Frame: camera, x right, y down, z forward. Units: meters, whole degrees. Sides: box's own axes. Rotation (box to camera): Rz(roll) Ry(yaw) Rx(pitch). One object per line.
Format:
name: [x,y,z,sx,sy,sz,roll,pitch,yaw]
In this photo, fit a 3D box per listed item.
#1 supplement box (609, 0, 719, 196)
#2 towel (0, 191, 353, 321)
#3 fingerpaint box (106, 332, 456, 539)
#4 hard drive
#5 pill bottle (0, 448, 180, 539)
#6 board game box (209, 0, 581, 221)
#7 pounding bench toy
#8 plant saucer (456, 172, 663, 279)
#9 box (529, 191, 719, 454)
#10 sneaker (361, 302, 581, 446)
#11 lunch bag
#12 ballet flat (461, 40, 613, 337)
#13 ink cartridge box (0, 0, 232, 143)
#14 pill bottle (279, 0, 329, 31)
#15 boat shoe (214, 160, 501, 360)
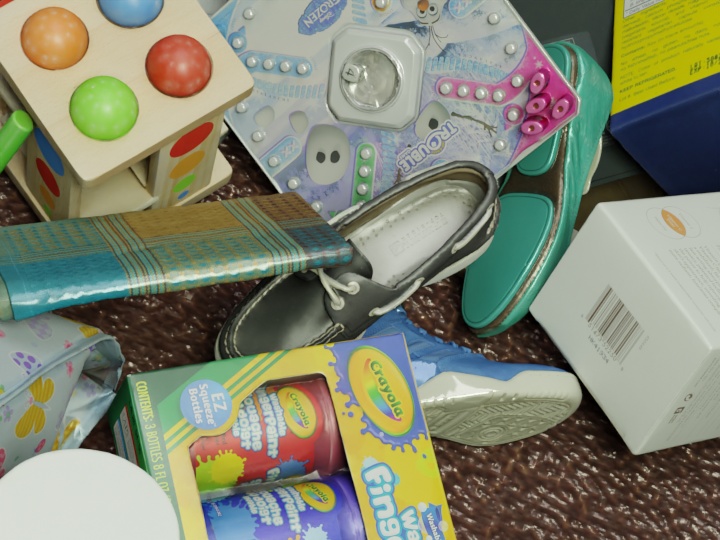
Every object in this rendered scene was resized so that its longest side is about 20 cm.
supplement box: [0.246,-0.159,1.327,0.109,0.108,0.202,39,45,-37]
towel: [-0.115,-0.010,1.115,0.198,0.022,0.147,-8,17,-13]
fingerpaint box: [-0.036,0.148,1.069,0.165,0.073,0.202,-7,71,-20]
hard drive: [0.118,-0.150,1.323,0.138,0.033,0.202,-15,91,-26]
pill bottle: [-0.147,0.185,0.964,0.113,0.201,0.115,7,48,-8]
board game box: [0.007,-0.123,1.245,0.201,0.199,0.026,53,19,1]
pounding bench toy: [-0.185,-0.088,1.201,0.199,0.156,0.125,-32,77,-20]
plant saucer: [0.114,-0.052,1.352,0.198,0.030,0.201,7,49,-7]
box: [0.229,0.027,1.233,0.199,0.098,0.125,-6,49,-39]
sneaker: [0.036,0.048,1.211,0.198,0.077,0.112,-4,60,-9]
lunch bag: [-0.245,0.063,1.096,0.168,0.128,0.200,26,24,9]
ballet flat: [0.125,-0.047,1.264,0.070,0.067,0.202,20,83,-40]
ink cartridge box: [-0.149,-0.182,1.387,0.199,0.047,0.160,30,50,10]
pill bottle: [-0.024,-0.196,1.319,0.116,0.115,0.202,-33,108,-35]
boat shoe: [0.000,0.000,1.154,0.199,0.060,0.074,-29,71,-14]
